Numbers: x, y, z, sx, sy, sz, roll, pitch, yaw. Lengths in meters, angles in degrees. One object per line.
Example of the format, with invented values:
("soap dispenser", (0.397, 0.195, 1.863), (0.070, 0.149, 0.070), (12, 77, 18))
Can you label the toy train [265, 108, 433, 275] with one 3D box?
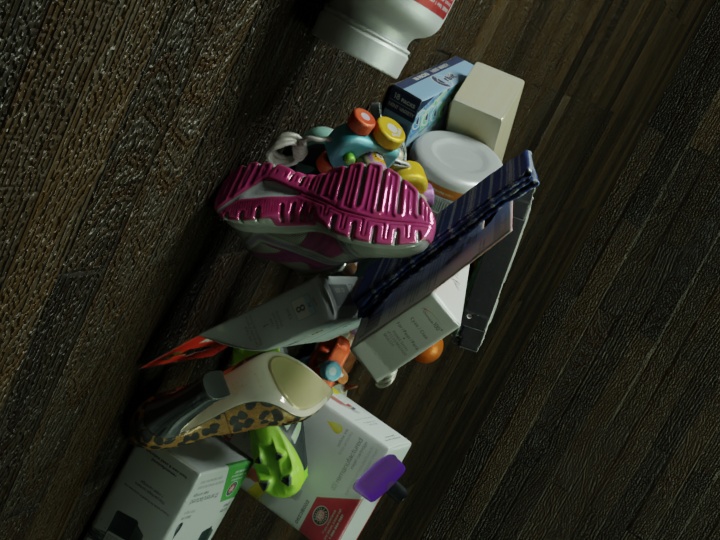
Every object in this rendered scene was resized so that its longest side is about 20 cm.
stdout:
("toy train", (-0.006, -0.061, 1.059), (0.149, 0.056, 0.200), (-22, 144, 4))

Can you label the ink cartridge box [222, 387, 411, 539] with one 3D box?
("ink cartridge box", (-0.065, 0.210, 1.312), (0.146, 0.199, 0.083), (-61, 160, 8))

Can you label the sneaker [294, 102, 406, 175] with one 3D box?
("sneaker", (-0.002, -0.125, 1.168), (0.200, 0.077, 0.141), (61, 41, -57))

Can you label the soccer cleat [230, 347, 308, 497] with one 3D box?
("soccer cleat", (-0.097, 0.147, 1.233), (0.081, 0.067, 0.202), (-19, 100, -74))

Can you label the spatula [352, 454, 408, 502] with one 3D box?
("spatula", (0.033, 0.241, 1.260), (0.056, 0.021, 0.200), (-44, 161, -4))

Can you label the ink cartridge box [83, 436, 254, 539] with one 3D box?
("ink cartridge box", (-0.215, 0.270, 1.183), (0.201, 0.083, 0.146), (-61, 163, 6))

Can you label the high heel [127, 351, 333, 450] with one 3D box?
("high heel", (-0.131, 0.139, 1.125), (0.142, 0.072, 0.199), (-31, 156, 33))

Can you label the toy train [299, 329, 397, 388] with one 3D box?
("toy train", (0.015, 0.082, 1.204), (0.199, 0.055, 0.151), (-4, -124, 58))

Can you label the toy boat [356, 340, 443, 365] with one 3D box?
("toy boat", (0.057, 0.084, 1.563), (0.131, 0.130, 0.200), (-54, 162, -13))

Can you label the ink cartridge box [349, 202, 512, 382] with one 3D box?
("ink cartridge box", (0.081, 0.001, 1.022), (0.176, 0.045, 0.200), (-37, -170, 18))

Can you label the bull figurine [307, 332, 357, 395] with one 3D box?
("bull figurine", (-0.036, 0.103, 1.442), (0.121, 0.065, 0.201), (-16, 131, -59))

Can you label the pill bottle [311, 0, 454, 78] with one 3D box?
("pill bottle", (0.040, -0.271, 0.946), (0.201, 0.112, 0.112), (-62, 163, 9))

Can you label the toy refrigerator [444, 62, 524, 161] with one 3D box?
("toy refrigerator", (0.134, -0.146, 1.353), (0.076, 0.069, 0.201), (-58, 167, -35))

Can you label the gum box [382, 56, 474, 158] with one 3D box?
("gum box", (0.062, -0.143, 1.342), (0.170, 0.044, 0.201), (-34, 150, -54))

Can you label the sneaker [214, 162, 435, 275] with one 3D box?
("sneaker", (-0.025, -0.040, 0.989), (0.089, 0.198, 0.082), (69, 37, -51))

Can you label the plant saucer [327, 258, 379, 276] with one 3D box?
("plant saucer", (0.000, 0.000, 1.256), (0.199, 0.019, 0.070), (-22, -178, 31))

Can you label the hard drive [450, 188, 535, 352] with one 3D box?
("hard drive", (0.151, -0.017, 1.318), (0.140, 0.038, 0.202), (-85, -167, -79))

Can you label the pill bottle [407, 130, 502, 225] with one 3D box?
("pill bottle", (0.085, -0.051, 1.300), (0.112, 0.112, 0.201), (-39, 154, -49))

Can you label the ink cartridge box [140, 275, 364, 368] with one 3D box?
("ink cartridge box", (-0.088, 0.065, 1.079), (0.199, 0.048, 0.160), (-27, 172, 16))

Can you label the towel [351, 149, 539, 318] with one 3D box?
("towel", (0.079, -0.036, 1.020), (0.199, 0.024, 0.145), (-37, -173, 13))
